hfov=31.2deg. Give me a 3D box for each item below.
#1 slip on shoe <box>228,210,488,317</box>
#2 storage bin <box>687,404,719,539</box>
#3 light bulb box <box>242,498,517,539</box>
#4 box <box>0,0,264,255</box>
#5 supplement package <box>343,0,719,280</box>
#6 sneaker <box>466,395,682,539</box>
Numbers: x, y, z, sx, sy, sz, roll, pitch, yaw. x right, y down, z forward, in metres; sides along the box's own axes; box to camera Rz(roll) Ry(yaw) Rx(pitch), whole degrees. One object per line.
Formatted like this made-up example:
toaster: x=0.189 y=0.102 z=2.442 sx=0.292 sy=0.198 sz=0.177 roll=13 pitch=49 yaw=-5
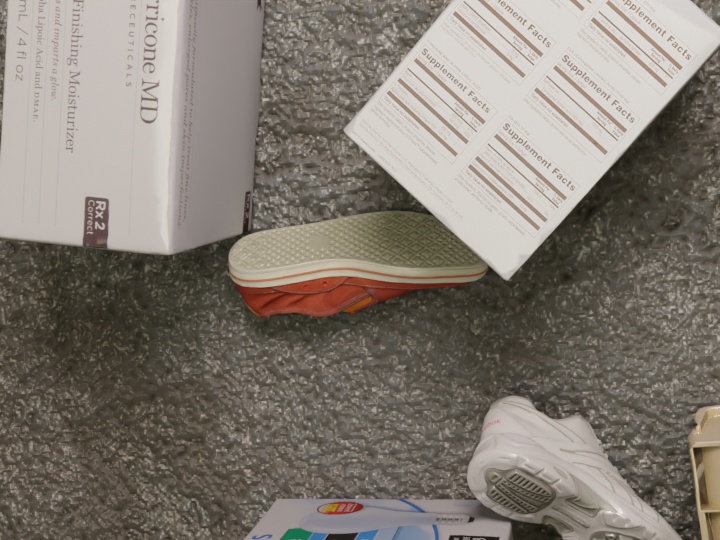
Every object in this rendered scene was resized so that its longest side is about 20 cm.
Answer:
slip on shoe: x=0.000 y=0.000 z=0.980 sx=0.197 sy=0.074 sz=0.062 roll=-6 pitch=130 yaw=5
storage bin: x=0.344 y=0.196 z=0.920 sx=0.196 sy=0.094 sz=0.203 roll=-8 pitch=95 yaw=12
light bulb box: x=0.012 y=0.249 z=0.932 sx=0.197 sy=0.198 sz=0.126 roll=-1 pitch=94 yaw=9
box: x=-0.157 y=-0.123 z=0.920 sx=0.129 sy=0.200 sz=0.202 roll=6 pitch=97 yaw=10
supplement package: x=0.118 y=-0.125 z=0.874 sx=0.147 sy=0.191 sz=0.200 roll=42 pitch=101 yaw=3
sneaker: x=0.169 y=0.156 z=0.955 sx=0.199 sy=0.100 sz=0.078 roll=37 pitch=130 yaw=-20
